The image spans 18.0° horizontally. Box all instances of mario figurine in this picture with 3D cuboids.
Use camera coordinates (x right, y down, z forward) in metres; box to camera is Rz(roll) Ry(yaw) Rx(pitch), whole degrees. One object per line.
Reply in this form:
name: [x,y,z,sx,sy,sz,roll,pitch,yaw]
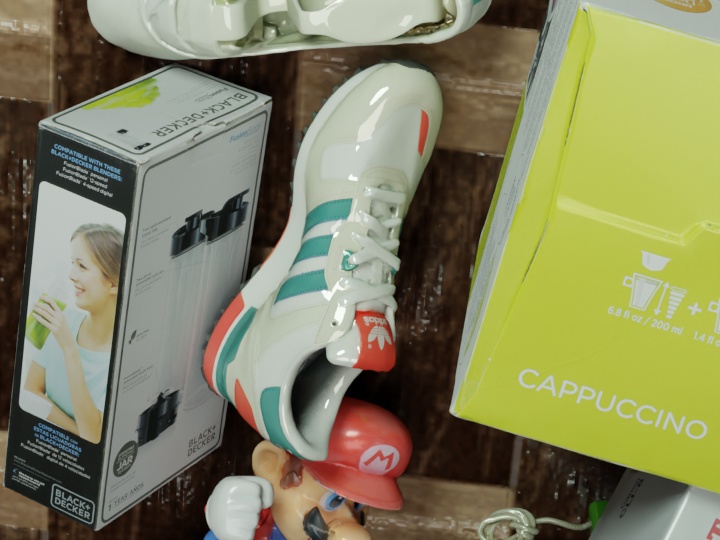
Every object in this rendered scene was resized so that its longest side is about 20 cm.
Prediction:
mario figurine: [-0.039,0.149,1.172,0.106,0.123,0.200,40,118,2]

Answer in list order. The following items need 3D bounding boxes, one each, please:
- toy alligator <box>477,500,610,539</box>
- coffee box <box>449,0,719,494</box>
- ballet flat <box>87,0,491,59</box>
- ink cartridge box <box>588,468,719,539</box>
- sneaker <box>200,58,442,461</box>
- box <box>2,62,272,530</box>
toy alligator: [0.162,0.130,1.173,0.199,0.060,0.054,-8,156,10]
coffee box: [0.165,-0.034,1.012,0.199,0.198,0.201,16,116,-1]
ballet flat: [-0.037,-0.128,1.067,0.199,0.070,0.070,-3,115,9]
ink cartridge box: [0.188,0.199,1.054,0.199,0.145,0.146,29,83,-3]
sneaker: [0.000,0.000,1.089,0.070,0.093,0.200,13,113,-42]
box: [-0.109,0.011,1.110,0.060,0.117,0.201,22,120,23]
